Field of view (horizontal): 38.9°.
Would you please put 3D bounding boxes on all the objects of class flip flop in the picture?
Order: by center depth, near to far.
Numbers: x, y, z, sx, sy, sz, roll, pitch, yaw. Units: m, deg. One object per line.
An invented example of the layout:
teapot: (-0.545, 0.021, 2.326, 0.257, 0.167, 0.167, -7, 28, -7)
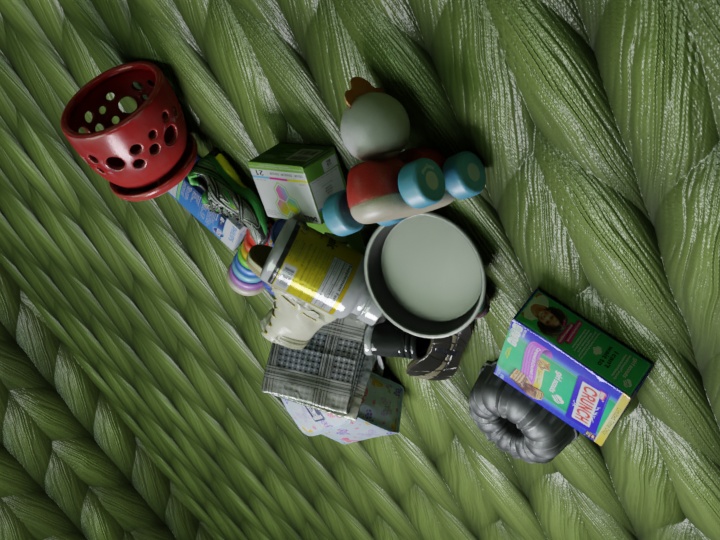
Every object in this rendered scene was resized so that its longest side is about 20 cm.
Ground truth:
flip flop: (0.136, 0.125, 1.737, 0.080, 0.058, 0.201, 12, 137, -9)

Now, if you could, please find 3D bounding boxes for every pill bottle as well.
pill bottle: (-0.051, 0.008, 1.627, 0.199, 0.112, 0.111, 28, 154, -7)

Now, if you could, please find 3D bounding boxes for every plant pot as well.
plant pot: (-0.395, -0.235, 1.790, 0.199, 0.201, 0.183, 17, 148, 41)

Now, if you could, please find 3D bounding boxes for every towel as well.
towel: (-0.070, 0.160, 1.882, 0.198, 0.195, 0.035, 15, 173, 8)

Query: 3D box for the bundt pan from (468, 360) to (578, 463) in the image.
bundt pan: (0.264, 0.249, 1.722, 0.201, 0.076, 0.203, 33, 150, 21)

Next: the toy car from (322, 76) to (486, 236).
toy car: (0.040, -0.171, 1.386, 0.183, 0.176, 0.202, -17, 88, 45)

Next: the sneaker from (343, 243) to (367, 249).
sneaker: (0.000, 0.000, 1.714, 0.199, 0.082, 0.070, -5, 127, 55)

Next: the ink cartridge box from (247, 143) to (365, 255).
ink cartridge box: (-0.083, -0.098, 1.656, 0.147, 0.076, 0.202, 11, 127, 47)

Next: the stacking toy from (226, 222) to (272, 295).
stacking toy: (-0.201, -0.033, 1.960, 0.085, 0.085, 0.200, 39, 146, 7)

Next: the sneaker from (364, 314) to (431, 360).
sneaker: (0.076, 0.109, 1.713, 0.098, 0.200, 0.072, 7, 100, 14)

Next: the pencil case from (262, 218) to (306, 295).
pencil case: (-0.133, -0.019, 1.871, 0.087, 0.078, 0.200, 47, 155, 15)

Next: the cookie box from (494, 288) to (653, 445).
cookie box: (0.310, 0.146, 1.510, 0.199, 0.075, 0.172, 33, 151, 17)

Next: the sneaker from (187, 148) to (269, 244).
sneaker: (-0.235, -0.118, 1.831, 0.200, 0.085, 0.078, 49, 158, 13)

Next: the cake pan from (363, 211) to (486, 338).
cake pan: (0.101, 0.003, 1.537, 0.198, 0.037, 0.202, 10, 112, 24)

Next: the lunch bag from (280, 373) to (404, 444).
lunch bag: (-0.043, 0.261, 2.004, 0.199, 0.128, 0.169, 31, 147, -33)

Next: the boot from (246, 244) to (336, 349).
boot: (-0.144, 0.053, 1.803, 0.199, 0.072, 0.155, 34, 132, -15)

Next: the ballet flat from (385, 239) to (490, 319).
ballet flat: (0.119, 0.010, 1.599, 0.199, 0.069, 0.071, 37, 177, 11)

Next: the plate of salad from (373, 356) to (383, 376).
plate of salad: (-0.039, 0.150, 2.021, 0.199, 0.048, 0.201, 33, 152, 20)

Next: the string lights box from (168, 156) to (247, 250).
string lights box: (-0.292, -0.139, 1.937, 0.200, 0.059, 0.103, 42, 154, 3)
